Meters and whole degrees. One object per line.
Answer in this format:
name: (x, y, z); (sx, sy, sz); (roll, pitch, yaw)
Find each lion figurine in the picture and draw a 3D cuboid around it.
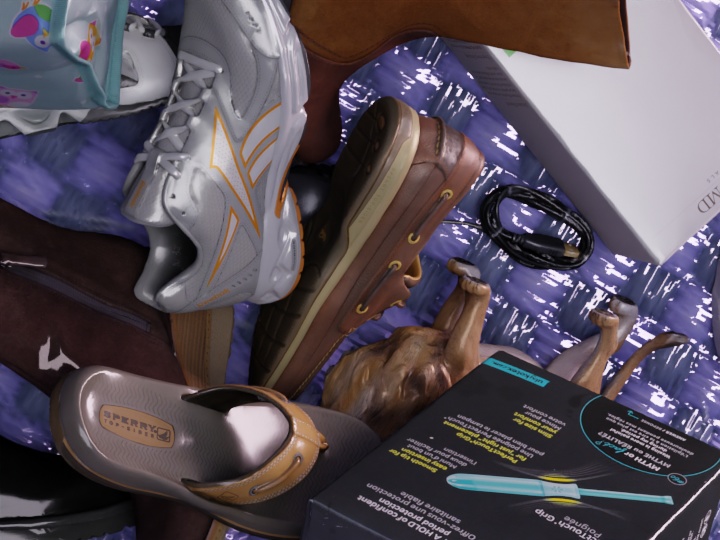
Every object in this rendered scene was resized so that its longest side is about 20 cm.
lion figurine: (0.078, 0.065, 1.677); (0.199, 0.072, 0.123); (14, 104, -19)

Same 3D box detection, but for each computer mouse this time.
computer mouse: (0.038, -0.025, 1.676); (0.199, 0.034, 0.059); (4, 94, -14)

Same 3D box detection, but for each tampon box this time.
tampon box: (0.074, 0.157, 1.551); (0.149, 0.200, 0.127); (25, 123, 22)

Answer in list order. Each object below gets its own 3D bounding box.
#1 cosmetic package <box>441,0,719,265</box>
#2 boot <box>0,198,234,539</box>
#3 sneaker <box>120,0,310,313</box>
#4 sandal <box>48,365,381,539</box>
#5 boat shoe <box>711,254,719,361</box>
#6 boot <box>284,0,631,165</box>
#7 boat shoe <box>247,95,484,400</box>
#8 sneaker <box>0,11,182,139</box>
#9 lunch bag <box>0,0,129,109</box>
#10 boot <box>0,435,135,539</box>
cosmetic package: (0.131, -0.112, 1.663); (0.108, 0.085, 0.200); (-43, 102, -7)
boot: (-0.146, 0.065, 1.580); (0.166, 0.072, 0.201); (23, 50, -28)
sneaker: (-0.081, -0.064, 1.553); (0.092, 0.076, 0.201); (-18, 119, -30)
sandal: (-0.064, 0.085, 1.542); (0.199, 0.055, 0.082); (19, 51, -31)
boat shoe: (0.251, -0.018, 1.708); (0.071, 0.070, 0.201); (11, 93, -14)
boot: (0.045, -0.128, 1.587); (0.199, 0.069, 0.189); (5, 124, 10)
boat shoe: (0.000, -0.001, 1.617); (0.067, 0.072, 0.200); (19, 123, -19)
sneaker: (-0.153, -0.122, 1.599); (0.199, 0.074, 0.089); (-13, 101, -12)
lunch bag: (-0.199, -0.189, 1.528); (0.169, 0.122, 0.201); (1, 72, 13)
boot: (-0.214, 0.071, 1.604); (0.210, 0.079, 0.159); (0, 89, -21)
